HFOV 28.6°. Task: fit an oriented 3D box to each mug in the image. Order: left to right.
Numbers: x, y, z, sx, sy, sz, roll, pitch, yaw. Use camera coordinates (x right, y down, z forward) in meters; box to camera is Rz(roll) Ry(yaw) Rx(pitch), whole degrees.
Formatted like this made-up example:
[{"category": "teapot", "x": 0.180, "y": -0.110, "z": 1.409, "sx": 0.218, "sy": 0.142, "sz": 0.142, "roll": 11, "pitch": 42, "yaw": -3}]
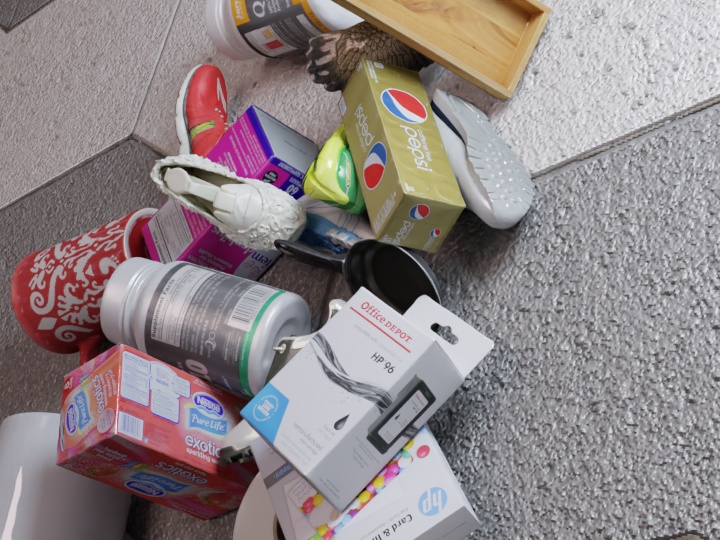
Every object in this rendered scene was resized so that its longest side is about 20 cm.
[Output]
[{"category": "mug", "x": -0.289, "y": 0.025, "z": 1.675, "sx": 0.199, "sy": 0.178, "sz": 0.134, "roll": -23, "pitch": 18, "yaw": 37}]

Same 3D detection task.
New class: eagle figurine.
[{"category": "eagle figurine", "x": 0.036, "y": -0.278, "z": 1.452, "sx": 0.200, "sy": 0.152, "sz": 0.151, "roll": -39, "pitch": 9, "yaw": -25}]

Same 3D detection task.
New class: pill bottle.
[{"category": "pill bottle", "x": -0.160, "y": 0.055, "z": 1.453, "sx": 0.199, "sy": 0.113, "sz": 0.114, "roll": 15, "pitch": 78, "yaw": 25}, {"category": "pill bottle", "x": -0.084, "y": -0.312, "z": 1.643, "sx": 0.199, "sy": 0.116, "sz": 0.117, "roll": -9, "pitch": 61, "yaw": 44}]

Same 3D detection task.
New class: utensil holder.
[{"category": "utensil holder", "x": -0.337, "y": 0.274, "z": 1.523, "sx": 0.169, "sy": 0.170, "sz": 0.201, "roll": -18, "pitch": 54, "yaw": 40}]

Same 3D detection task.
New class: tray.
[{"category": "tray", "x": 0.079, "y": -0.258, "z": 1.367, "sx": 0.099, "sy": 0.199, "sz": 0.037, "roll": -64, "pitch": 18, "yaw": -5}]

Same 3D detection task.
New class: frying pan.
[{"category": "frying pan", "x": 0.007, "y": 0.015, "z": 1.364, "sx": 0.189, "sy": 0.115, "sz": 0.031, "roll": 3, "pitch": 33, "yaw": 45}]

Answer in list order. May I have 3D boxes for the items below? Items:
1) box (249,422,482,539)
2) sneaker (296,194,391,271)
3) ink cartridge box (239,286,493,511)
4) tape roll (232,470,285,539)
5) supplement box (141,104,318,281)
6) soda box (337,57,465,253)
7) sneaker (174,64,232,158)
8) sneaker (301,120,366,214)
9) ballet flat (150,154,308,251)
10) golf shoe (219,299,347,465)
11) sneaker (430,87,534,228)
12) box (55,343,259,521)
[{"category": "box", "x": -0.001, "y": 0.186, "z": 1.237, "sx": 0.156, "sy": 0.041, "sz": 0.200, "roll": -34, "pitch": 43, "yaw": 6}, {"category": "sneaker", "x": -0.003, "y": -0.049, "z": 1.437, "sx": 0.087, "sy": 0.075, "sz": 0.200, "roll": -49, "pitch": 44, "yaw": -14}, {"category": "ink cartridge box", "x": 0.006, "y": 0.095, "z": 1.231, "sx": 0.200, "sy": 0.068, "sz": 0.116, "roll": -46, "pitch": 42, "yaw": -9}, {"category": "tape roll", "x": -0.025, "y": 0.228, "z": 1.276, "sx": 0.202, "sy": 0.037, "sz": 0.204, "roll": -20, "pitch": 45, "yaw": 21}, {"category": "supplement box", "x": -0.137, "y": -0.065, "z": 1.562, "sx": 0.200, "sy": 0.101, "sz": 0.104, "roll": -45, "pitch": 42, "yaw": 19}, {"category": "soda box", "x": 0.036, "y": -0.112, "z": 1.344, "sx": 0.064, "sy": 0.067, "sz": 0.201, "roll": -58, "pitch": 33, "yaw": 37}, {"category": "sneaker", "x": -0.170, "y": -0.156, "z": 1.686, "sx": 0.085, "sy": 0.077, "sz": 0.201, "roll": -15, "pitch": 68, "yaw": 35}, {"category": "sneaker", "x": 0.002, "y": -0.110, "z": 1.435, "sx": 0.074, "sy": 0.083, "sz": 0.200, "roll": -52, "pitch": 4, "yaw": 34}, {"category": "ballet flat", "x": -0.145, "y": -0.072, "z": 1.454, "sx": 0.199, "sy": 0.072, "sz": 0.072, "roll": 23, "pitch": 85, "yaw": 37}, {"category": "golf shoe", "x": -0.064, "y": 0.113, "z": 1.367, "sx": 0.200, "sy": 0.077, "sz": 0.088, "roll": -36, "pitch": 79, "yaw": 9}, {"category": "sneaker", "x": 0.102, "y": -0.092, "z": 1.354, "sx": 0.081, "sy": 0.076, "sz": 0.200, "roll": -53, "pitch": 32, "yaw": 23}, {"category": "box", "x": -0.195, "y": 0.165, "z": 1.408, "sx": 0.094, "sy": 0.200, "sz": 0.103, "roll": -27, "pitch": 50, "yaw": 34}]
